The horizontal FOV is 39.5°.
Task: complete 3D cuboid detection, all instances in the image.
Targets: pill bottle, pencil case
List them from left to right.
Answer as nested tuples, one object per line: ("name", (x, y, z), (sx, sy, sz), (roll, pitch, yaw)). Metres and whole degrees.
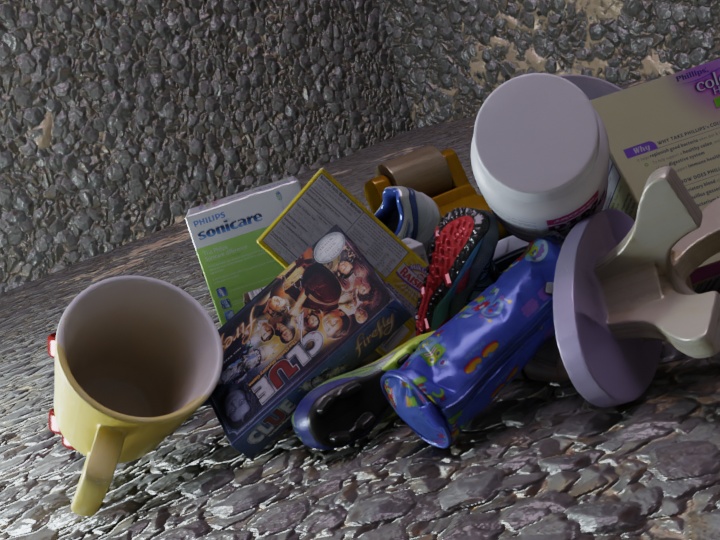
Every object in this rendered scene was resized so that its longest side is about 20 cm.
("pencil case", (0.111, 0.057, 0.834), (0.200, 0.078, 0.087), (-40, 11, -16))
("pill bottle", (0.154, -0.091, 0.852), (0.113, 0.114, 0.200), (-15, -10, 11))

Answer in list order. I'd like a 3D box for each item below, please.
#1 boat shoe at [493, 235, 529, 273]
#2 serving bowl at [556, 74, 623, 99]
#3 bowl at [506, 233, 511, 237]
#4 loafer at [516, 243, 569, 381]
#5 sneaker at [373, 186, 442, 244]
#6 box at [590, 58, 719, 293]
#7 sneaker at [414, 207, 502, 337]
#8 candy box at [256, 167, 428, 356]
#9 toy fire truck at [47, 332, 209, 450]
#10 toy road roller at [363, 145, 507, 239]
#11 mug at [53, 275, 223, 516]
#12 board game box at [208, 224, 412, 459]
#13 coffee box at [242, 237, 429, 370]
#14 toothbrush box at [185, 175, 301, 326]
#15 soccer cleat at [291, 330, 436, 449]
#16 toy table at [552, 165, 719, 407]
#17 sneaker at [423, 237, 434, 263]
("boat shoe", (0.191, 0.005, 1.017), (0.199, 0.091, 0.071), (-20, -13, -10))
("serving bowl", (0.244, -0.116, 1.131), (0.199, 0.201, 0.066), (-21, -15, -17))
("bowl", (0.240, -0.092, 1.254), (0.200, 0.202, 0.105), (-23, -7, -27))
("loafer", (0.203, 0.026, 0.928), (0.063, 0.072, 0.200), (11, 52, 36))
("sneaker", (0.010, -0.010, 1.166), (0.075, 0.201, 0.088), (31, 4, 42))
("box", (0.329, -0.085, 0.973), (0.175, 0.201, 0.097), (-19, -24, -7))
("sneaker", (0.110, 0.014, 0.950), (0.095, 0.201, 0.080), (2, 52, -9))
("candy box", (0.000, 0.000, 1.028), (0.102, 0.200, 0.026), (-48, 4, -6))
("toy fire truck", (-0.259, 0.129, 1.131), (0.167, 0.113, 0.200), (-2, 5, -27))
("toy road roller", (0.105, -0.067, 1.252), (0.122, 0.201, 0.146), (-23, -7, -19))
("mug", (-0.234, 0.116, 0.938), (0.186, 0.149, 0.153), (-39, -9, -40))
("board game box", (-0.062, 0.064, 0.952), (0.200, 0.035, 0.136), (-42, 43, 2))
("coffee box", (-0.017, 0.051, 1.084), (0.199, 0.114, 0.080), (-19, 9, -7))
("toothbrush box", (-0.117, 0.001, 1.250), (0.145, 0.201, 0.086), (-19, 12, -4))
("soccer cleat", (0.025, 0.103, 0.914), (0.199, 0.065, 0.084), (-22, 3, -27))
("toy table", (0.237, 0.011, 0.788), (0.117, 0.184, 0.201), (-24, 35, 39))
("sneaker", (0.164, -0.001, 1.124), (0.199, 0.076, 0.091), (9, 0, -2))
